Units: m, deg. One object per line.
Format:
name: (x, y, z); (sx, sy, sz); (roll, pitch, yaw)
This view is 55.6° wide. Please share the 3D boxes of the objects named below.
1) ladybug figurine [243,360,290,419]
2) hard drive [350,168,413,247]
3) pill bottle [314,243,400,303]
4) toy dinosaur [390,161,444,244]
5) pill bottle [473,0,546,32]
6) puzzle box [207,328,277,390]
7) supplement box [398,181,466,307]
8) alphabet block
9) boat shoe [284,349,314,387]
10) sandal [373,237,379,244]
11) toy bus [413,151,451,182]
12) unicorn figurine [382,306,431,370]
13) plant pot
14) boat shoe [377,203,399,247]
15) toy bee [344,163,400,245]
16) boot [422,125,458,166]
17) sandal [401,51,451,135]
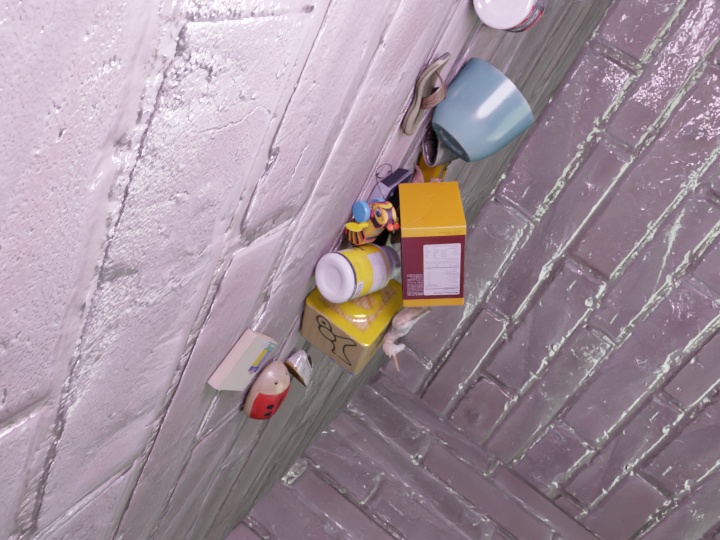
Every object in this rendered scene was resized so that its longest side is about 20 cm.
ladybug figurine: (-0.230, 0.310, 1.715); (0.136, 0.072, 0.201); (-44, 165, -45)
hard drive: (0.045, -0.142, 1.594); (0.135, 0.042, 0.201); (-42, 164, -49)
pill bottle: (0.000, 0.000, 1.542); (0.199, 0.112, 0.112); (-17, 144, -49)
toy dinosaur: (0.131, -0.164, 1.629); (0.135, 0.085, 0.202); (-3, 92, -42)
pill bottle: (0.296, -0.522, 1.323); (0.114, 0.114, 0.200); (-59, 167, 26)
puzzle box: (-0.242, 0.191, 1.431); (0.133, 0.025, 0.200); (-54, 169, -6)
supplement box: (0.153, -0.059, 1.490); (0.198, 0.132, 0.201); (-88, 175, -56)
alphabet block: (-0.017, 0.108, 1.701); (0.197, 0.195, 0.200); (-50, 170, -28)
boat shoe: (-0.158, 0.268, 1.896); (0.069, 0.071, 0.200); (-49, 167, -16)
sandal: (0.075, -0.097, 1.775); (0.200, 0.045, 0.076); (-27, 110, -63)
toy bus: (0.182, -0.252, 1.781); (0.078, 0.065, 0.200); (-49, 167, -27)
unicorn figurine: (0.105, 0.135, 1.650); (0.137, 0.074, 0.200); (-41, 152, -15)
plant pot: (0.256, -0.341, 1.522); (0.161, 0.201, 0.201); (-44, 169, 1)
boat shoe: (0.101, -0.119, 1.701); (0.072, 0.066, 0.202); (-13, -126, 68)
toy bee: (0.030, -0.109, 1.446); (0.130, 0.109, 0.200); (-23, 153, -18)
boot: (0.234, -0.347, 1.659); (0.199, 0.072, 0.183); (-8, 101, -35)
sandal: (0.140, -0.344, 1.348); (0.080, 0.057, 0.202); (-46, 166, -37)
